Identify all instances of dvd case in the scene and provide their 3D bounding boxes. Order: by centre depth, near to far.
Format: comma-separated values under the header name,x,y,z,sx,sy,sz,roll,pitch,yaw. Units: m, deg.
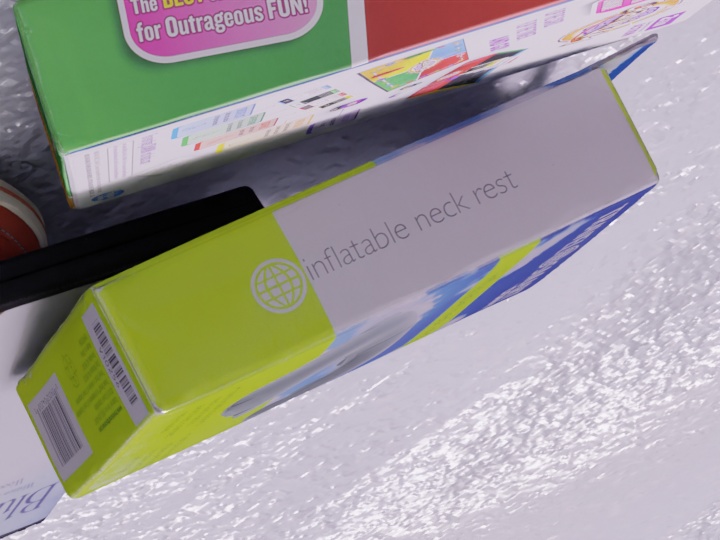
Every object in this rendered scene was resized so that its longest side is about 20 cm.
name,x,y,z,sx,sy,sz,roll,pitch,yaw
dvd case,-0.126,0.050,0.862,0.143,0.018,0.200,-20,159,-42

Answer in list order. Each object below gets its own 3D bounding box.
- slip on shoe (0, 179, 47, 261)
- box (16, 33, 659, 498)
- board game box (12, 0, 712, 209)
name,x,y,z,sx,sy,sz,roll,pitch,yaw
slip on shoe,-0.181,0.007,0.762,0.200,0.061,0.074,-4,144,-37
box,0.000,0.000,0.805,0.200,0.048,0.122,-24,172,-23
board game box,0.008,-0.070,0.715,0.200,0.040,0.153,-18,178,-7
